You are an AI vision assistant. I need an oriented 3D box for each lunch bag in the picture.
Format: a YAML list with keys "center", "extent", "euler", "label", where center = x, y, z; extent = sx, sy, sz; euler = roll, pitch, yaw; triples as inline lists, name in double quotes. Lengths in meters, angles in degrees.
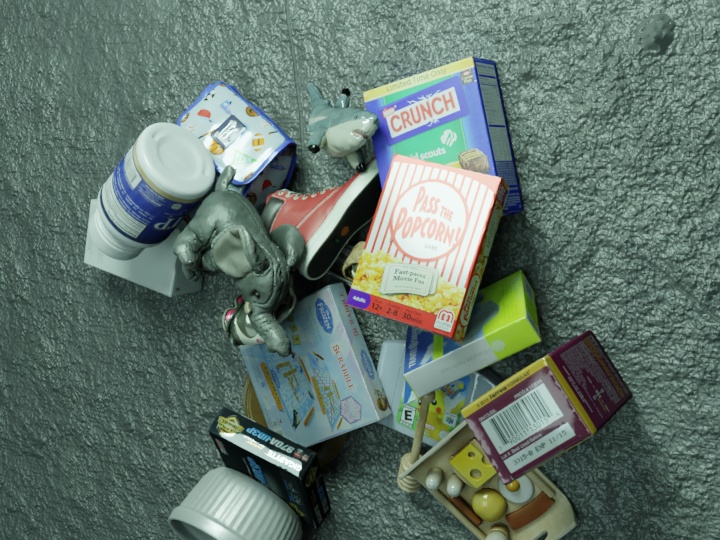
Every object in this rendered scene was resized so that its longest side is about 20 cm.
- center: [-0.198, -0.153, 1.382]
  extent: [0.170, 0.123, 0.201]
  euler: [41, 114, 20]
  label: "lunch bag"

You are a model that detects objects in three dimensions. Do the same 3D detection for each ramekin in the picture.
- center: [-0.180, 0.385, 1.402]
  extent: [0.198, 0.106, 0.201]
  euler: [26, 151, 15]
  label: "ramekin"

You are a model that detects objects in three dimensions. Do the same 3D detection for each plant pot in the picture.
- center: [-0.106, 0.211, 1.429]
  extent: [0.197, 0.027, 0.204]
  euler: [4, 98, 31]
  label: "plant pot"

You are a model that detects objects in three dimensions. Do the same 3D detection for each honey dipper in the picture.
- center: [0.081, 0.227, 1.267]
  extent: [0.038, 0.038, 0.202]
  euler: [31, 136, 24]
  label: "honey dipper"

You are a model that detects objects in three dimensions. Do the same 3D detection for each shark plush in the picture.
- center: [-0.026, -0.210, 1.286]
  extent: [0.090, 0.201, 0.084]
  euler: [23, 110, -21]
  label: "shark plush"

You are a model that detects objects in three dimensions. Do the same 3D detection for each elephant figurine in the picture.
- center: [-0.140, -0.012, 1.246]
  extent: [0.198, 0.142, 0.156]
  euler: [28, 149, 32]
  label: "elephant figurine"

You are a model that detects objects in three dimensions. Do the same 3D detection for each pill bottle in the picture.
- center: [-0.303, -0.104, 1.324]
  extent: [0.200, 0.119, 0.121]
  euler: [-40, 76, 39]
  label: "pill bottle"

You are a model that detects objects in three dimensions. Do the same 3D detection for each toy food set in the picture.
- center: [0.166, 0.301, 1.236]
  extent: [0.200, 0.060, 0.144]
  euler: [43, 117, -2]
  label: "toy food set"

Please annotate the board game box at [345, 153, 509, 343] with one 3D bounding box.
- center: [0.083, -0.030, 1.154]
  extent: [0.149, 0.046, 0.203]
  euler: [15, 83, 26]
  label: "board game box"

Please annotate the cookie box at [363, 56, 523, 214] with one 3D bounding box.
- center: [0.107, -0.158, 1.231]
  extent: [0.169, 0.075, 0.204]
  euler: [-12, 89, 31]
  label: "cookie box"

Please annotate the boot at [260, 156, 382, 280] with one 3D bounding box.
- center: [-0.055, -0.104, 1.315]
  extent: [0.200, 0.072, 0.144]
  euler: [-49, 58, -2]
  label: "boot"

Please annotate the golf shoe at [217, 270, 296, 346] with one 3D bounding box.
- center: [-0.120, 0.026, 1.341]
  extent: [0.087, 0.077, 0.202]
  euler: [5, 56, 34]
  label: "golf shoe"

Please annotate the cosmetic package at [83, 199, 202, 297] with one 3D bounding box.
- center: [-0.347, -0.041, 1.510]
  extent: [0.198, 0.081, 0.115]
  euler: [19, 106, 26]
  label: "cosmetic package"

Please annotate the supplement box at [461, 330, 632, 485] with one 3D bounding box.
- center: [0.228, 0.161, 1.125]
  extent: [0.130, 0.199, 0.104]
  euler: [-38, 78, 28]
  label: "supplement box"

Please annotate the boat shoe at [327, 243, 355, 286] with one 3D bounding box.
- center: [0.000, 0.000, 1.323]
  extent: [0.198, 0.057, 0.068]
  euler: [24, 107, 26]
  label: "boat shoe"

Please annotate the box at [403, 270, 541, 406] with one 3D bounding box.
- center: [0.131, 0.086, 1.199]
  extent: [0.198, 0.122, 0.048]
  euler: [-28, 113, 19]
  label: "box"

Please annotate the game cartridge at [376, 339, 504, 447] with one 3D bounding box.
- center: [0.106, 0.175, 1.296]
  extent: [0.198, 0.040, 0.136]
  euler: [19, 101, 27]
  label: "game cartridge"

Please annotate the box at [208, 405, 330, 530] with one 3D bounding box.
- center: [-0.128, 0.291, 1.363]
  extent: [0.157, 0.046, 0.201]
  euler: [23, 150, 20]
  label: "box"

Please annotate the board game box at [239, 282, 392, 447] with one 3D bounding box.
- center: [-0.073, 0.147, 1.359]
  extent: [0.198, 0.041, 0.203]
  euler: [-25, 83, 33]
  label: "board game box"

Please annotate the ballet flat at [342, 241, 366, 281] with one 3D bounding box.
- center: [0.051, 0.027, 1.220]
  extent: [0.199, 0.065, 0.071]
  euler: [29, 152, 40]
  label: "ballet flat"
